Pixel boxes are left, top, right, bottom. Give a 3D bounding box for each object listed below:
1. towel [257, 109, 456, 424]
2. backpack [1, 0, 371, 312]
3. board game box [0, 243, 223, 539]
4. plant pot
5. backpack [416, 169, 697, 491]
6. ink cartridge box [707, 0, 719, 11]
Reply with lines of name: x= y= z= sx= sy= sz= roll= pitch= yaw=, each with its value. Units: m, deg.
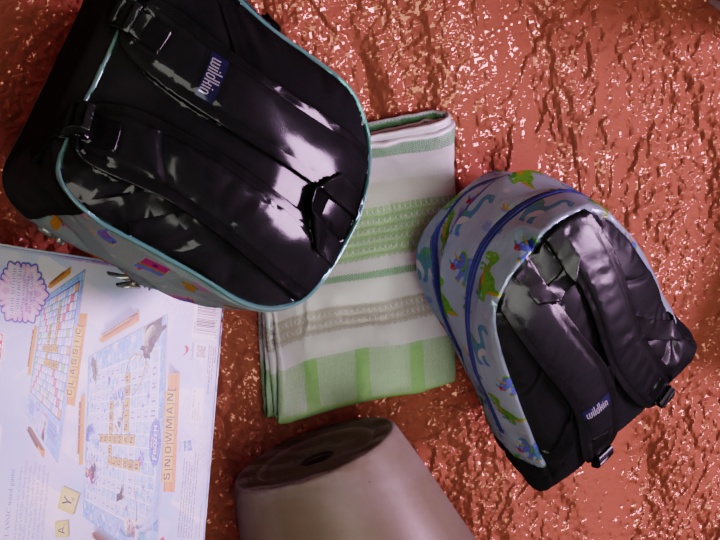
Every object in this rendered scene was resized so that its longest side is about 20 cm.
towel: x=0.000 y=0.000 z=1.384 sx=0.148 sy=0.031 sz=0.202 roll=-11 pitch=114 yaw=-18
backpack: x=-0.099 y=-0.069 z=1.228 sx=0.199 sy=0.153 sz=0.177 roll=29 pitch=71 yaw=-24
board game box: x=-0.177 y=0.092 z=1.267 sx=0.198 sy=0.041 sz=0.202 roll=11 pitch=82 yaw=-43
plant pot: x=-0.002 y=0.202 z=1.388 sx=0.198 sy=0.200 sz=0.175 roll=-23 pitch=102 yaw=-13
backpack: x=0.124 y=0.025 z=1.389 sx=0.163 sy=0.154 sz=0.200 roll=-42 pitch=148 yaw=-6
ink cartridge box: x=0.329 y=-0.241 z=1.377 sx=0.067 sy=0.116 sz=0.201 roll=32 pitch=95 yaw=-29
